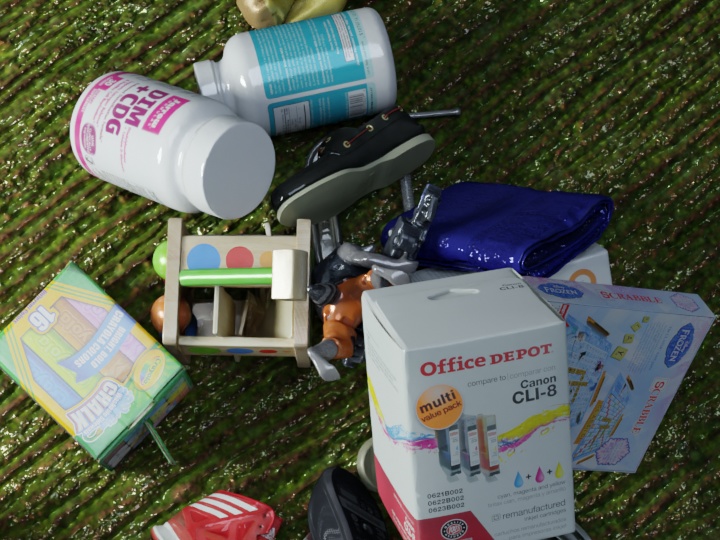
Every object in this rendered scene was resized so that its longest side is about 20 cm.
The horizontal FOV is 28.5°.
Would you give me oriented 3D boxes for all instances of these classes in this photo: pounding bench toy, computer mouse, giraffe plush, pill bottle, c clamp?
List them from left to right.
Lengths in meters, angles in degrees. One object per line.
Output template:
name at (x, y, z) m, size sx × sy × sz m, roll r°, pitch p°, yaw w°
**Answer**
pill bottle at (-0.184, -0.122, 1.395) m, size 0.199 × 0.113 × 0.114 m, roll 21°, pitch 73°, yaw 39°
pounding bench toy at (-0.125, 0.015, 1.366) m, size 0.155 × 0.200 × 0.125 m, roll 1°, pitch 77°, yaw 0°
pill bottle at (-0.069, -0.201, 1.470) m, size 0.199 × 0.111 × 0.112 m, roll -12°, pitch 78°, yaw -8°
giraffe plush at (-0.060, -0.364, 1.499) m, size 0.199 × 0.173 × 0.163 m, roll -27°, pitch 59°, yaw 1°
computer mouse at (-0.011, 0.271, 1.351) m, size 0.053 × 0.200 × 0.138 m, roll -42°, pitch 123°, yaw 16°
c clamp at (0.027, -0.077, 1.492) m, size 0.169 × 0.027 × 0.202 m, roll -1°, pitch 77°, yaw -4°

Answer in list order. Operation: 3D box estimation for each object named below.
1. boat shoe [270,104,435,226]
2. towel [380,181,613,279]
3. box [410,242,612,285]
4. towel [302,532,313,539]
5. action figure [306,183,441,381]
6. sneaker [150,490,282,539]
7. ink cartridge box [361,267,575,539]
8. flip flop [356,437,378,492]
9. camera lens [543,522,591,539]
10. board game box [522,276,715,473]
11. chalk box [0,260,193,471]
boat shoe at (-0.016, -0.105, 1.432) m, size 0.201 × 0.074 × 0.063 m, roll -30°, pitch 70°, yaw -31°
towel at (0.134, -0.038, 1.403) m, size 0.147 × 0.199 × 0.050 m, roll -30°, pitch 117°, yaw -36°
box at (0.147, 0.050, 1.413) m, size 0.199 × 0.098 × 0.125 m, roll -15°, pitch 108°, yaw -8°
towel at (-0.028, 0.327, 1.321) m, size 0.144 × 0.200 × 0.023 m, roll 42°, pitch 111°, yaw 6°
action figure at (0.000, 0.000, 1.341) m, size 0.104 × 0.194 × 0.201 m, roll 24°, pitch 99°, yaw -9°
sneaker at (-0.104, 0.291, 1.357) m, size 0.115 × 0.078 × 0.200 m, roll -36°, pitch 67°, yaw -14°
ink cartridge box at (0.091, 0.119, 1.220) m, size 0.144 × 0.145 × 0.201 m, roll -10°, pitch 110°, yaw -11°
flip flop at (0.091, 0.166, 1.425) m, size 0.199 × 0.058 × 0.082 m, roll -20°, pitch 79°, yaw -10°
camera lens at (0.136, 0.301, 1.325) m, size 0.159 × 0.200 × 0.161 m, roll 1°, pitch 77°, yaw -4°
board game box at (0.212, 0.105, 1.365) m, size 0.198 × 0.201 × 0.041 m, roll 7°, pitch 32°, yaw -23°
chalk box at (-0.244, 0.110, 1.379) m, size 0.200 × 0.124 × 0.124 m, roll 42°, pitch 78°, yaw 5°
